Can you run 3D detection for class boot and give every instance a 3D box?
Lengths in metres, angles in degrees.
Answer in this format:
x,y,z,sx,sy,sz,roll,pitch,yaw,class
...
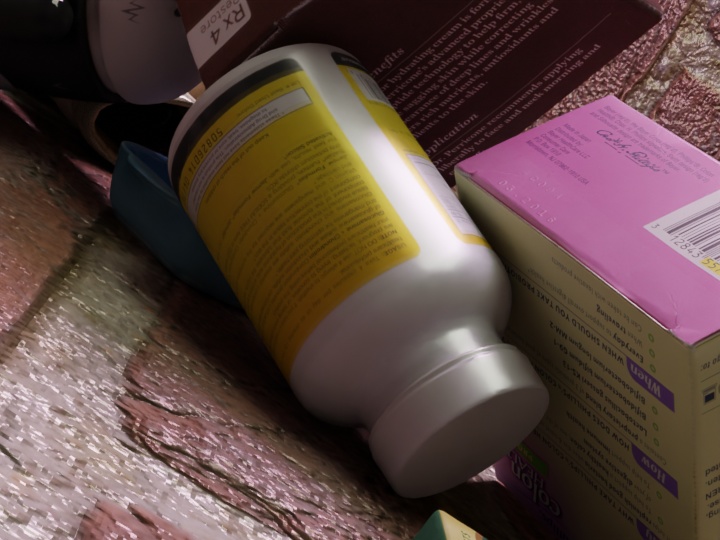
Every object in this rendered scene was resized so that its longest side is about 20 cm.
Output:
x,y,z,sx,sy,sz,roll,pitch,yaw,class
-0.132,-0.106,1.077,0.199,0.072,0.155,16,18,-47,boot

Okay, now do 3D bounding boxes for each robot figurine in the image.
x,y,z,sx,sy,sz,roll,pitch,yaw,class
-0.170,-0.163,0.939,0.199,0.151,0.125,9,-28,17,robot figurine

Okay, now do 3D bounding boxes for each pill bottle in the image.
x,y,z,sx,sy,sz,roll,pitch,yaw,class
0.000,0.000,0.758,0.112,0.112,0.201,21,32,-58,pill bottle

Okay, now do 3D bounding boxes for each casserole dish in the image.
x,y,z,sx,sy,sz,roll,pitch,yaw,class
-0.061,-0.009,0.911,0.200,0.039,0.121,23,14,-49,casserole dish

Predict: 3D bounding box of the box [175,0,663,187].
x,y,z,sx,sy,sz,roll,pitch,yaw,class
0.020,-0.174,0.867,0.199,0.166,0.165,18,43,-47,box

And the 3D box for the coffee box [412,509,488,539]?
x,y,z,sx,sy,sz,roll,pitch,yaw,class
0.098,0.161,0.520,0.199,0.044,0.123,33,8,-6,coffee box

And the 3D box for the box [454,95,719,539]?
x,y,z,sx,sy,sz,roll,pitch,yaw,class
0.139,0.051,0.769,0.176,0.096,0.201,42,-31,49,box
